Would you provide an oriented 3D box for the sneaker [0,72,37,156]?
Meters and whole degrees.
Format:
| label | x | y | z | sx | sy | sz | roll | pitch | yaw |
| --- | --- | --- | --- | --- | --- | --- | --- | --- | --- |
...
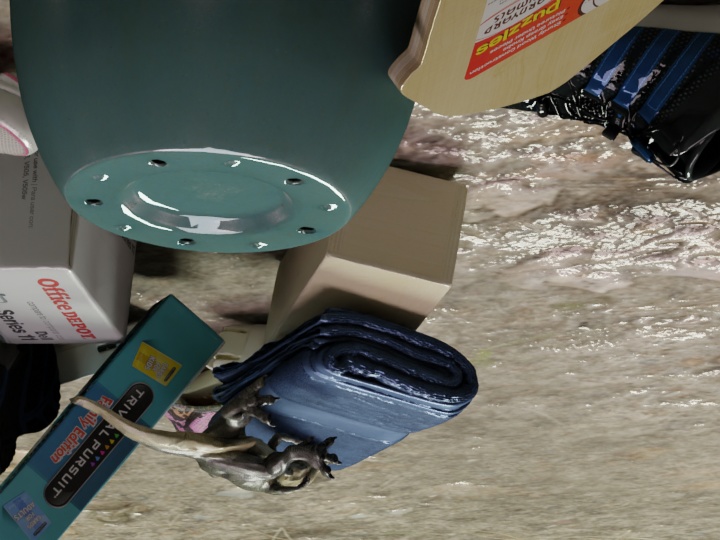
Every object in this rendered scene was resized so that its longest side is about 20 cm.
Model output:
| label | x | y | z | sx | sy | sz | roll | pitch | yaw |
| --- | --- | --- | --- | --- | --- | --- | --- | --- | --- |
| sneaker | -0.262 | -0.067 | 1.393 | 0.199 | 0.089 | 0.081 | 1 | 161 | 4 |

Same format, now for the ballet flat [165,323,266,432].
| label | x | y | z | sx | sy | sz | roll | pitch | yaw |
| --- | --- | --- | --- | --- | --- | --- | --- | --- | --- |
| ballet flat | -0.083 | 0.070 | 1.810 | 0.071 | 0.069 | 0.200 | 35 | 148 | -24 |

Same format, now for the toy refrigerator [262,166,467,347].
| label | x | y | z | sx | sy | sz | roll | pitch | yaw |
| --- | --- | --- | --- | --- | --- | --- | --- | --- | --- |
| toy refrigerator | 0.000 | 0.000 | 1.580 | 0.075 | 0.070 | 0.200 | 13 | 159 | -8 |

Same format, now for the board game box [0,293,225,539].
| label | x | y | z | sx | sy | sz | roll | pitch | yaw |
| --- | --- | --- | --- | --- | --- | --- | --- | --- | --- |
| board game box | -0.169 | 0.107 | 1.637 | 0.047 | 0.200 | 0.151 | 40 | 173 | -4 |

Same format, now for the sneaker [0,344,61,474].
| label | x | y | z | sx | sy | sz | roll | pitch | yaw |
| --- | --- | --- | --- | --- | --- | --- | --- | --- | --- |
| sneaker | -0.245 | 0.084 | 1.595 | 0.077 | 0.076 | 0.200 | -4 | -176 | 14 |

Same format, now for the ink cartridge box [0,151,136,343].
| label | x | y | z | sx | sy | sz | roll | pitch | yaw |
| --- | --- | --- | --- | --- | --- | --- | --- | --- | --- |
| ink cartridge box | -0.241 | -0.015 | 1.546 | 0.199 | 0.084 | 0.147 | -1 | 161 | 9 |

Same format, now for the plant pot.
| label | x | y | z | sx | sy | sz | roll | pitch | yaw |
| --- | --- | --- | --- | --- | --- | --- | --- | --- | --- |
| plant pot | -0.061 | -0.102 | 1.152 | 0.199 | 0.162 | 0.201 | 3 | 160 | 1 |

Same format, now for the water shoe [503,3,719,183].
| label | x | y | z | sx | sy | sz | roll | pitch | yaw |
| --- | --- | --- | --- | --- | --- | --- | --- | --- | --- |
| water shoe | 0.146 | -0.084 | 1.296 | 0.199 | 0.079 | 0.072 | -3 | 160 | 18 |

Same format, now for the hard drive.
| label | x | y | z | sx | sy | sz | roll | pitch | yaw |
| --- | --- | --- | --- | --- | --- | --- | --- | --- | --- |
| hard drive | -0.245 | 0.068 | 1.795 | 0.199 | 0.027 | 0.132 | -11 | -177 | 34 |

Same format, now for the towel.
| label | x | y | z | sx | sy | sz | roll | pitch | yaw |
| --- | --- | --- | --- | --- | --- | --- | --- | --- | --- |
| towel | -0.013 | 0.072 | 1.607 | 0.111 | 0.049 | 0.200 | 18 | 157 | -19 |

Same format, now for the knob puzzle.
| label | x | y | z | sx | sy | sz | roll | pitch | yaw |
| --- | --- | --- | --- | --- | --- | --- | --- | --- | --- |
| knob puzzle | 0.089 | -0.132 | 1.119 | 0.219 | 0.031 | 0.220 | -33 | 163 | -11 |

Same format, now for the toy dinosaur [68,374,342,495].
| label | x | y | z | sx | sy | sz | roll | pitch | yaw |
| --- | --- | --- | --- | --- | --- | --- | --- | --- | --- |
| toy dinosaur | -0.069 | 0.100 | 1.561 | 0.088 | 0.048 | 0.200 | -18 | 151 | 37 |
